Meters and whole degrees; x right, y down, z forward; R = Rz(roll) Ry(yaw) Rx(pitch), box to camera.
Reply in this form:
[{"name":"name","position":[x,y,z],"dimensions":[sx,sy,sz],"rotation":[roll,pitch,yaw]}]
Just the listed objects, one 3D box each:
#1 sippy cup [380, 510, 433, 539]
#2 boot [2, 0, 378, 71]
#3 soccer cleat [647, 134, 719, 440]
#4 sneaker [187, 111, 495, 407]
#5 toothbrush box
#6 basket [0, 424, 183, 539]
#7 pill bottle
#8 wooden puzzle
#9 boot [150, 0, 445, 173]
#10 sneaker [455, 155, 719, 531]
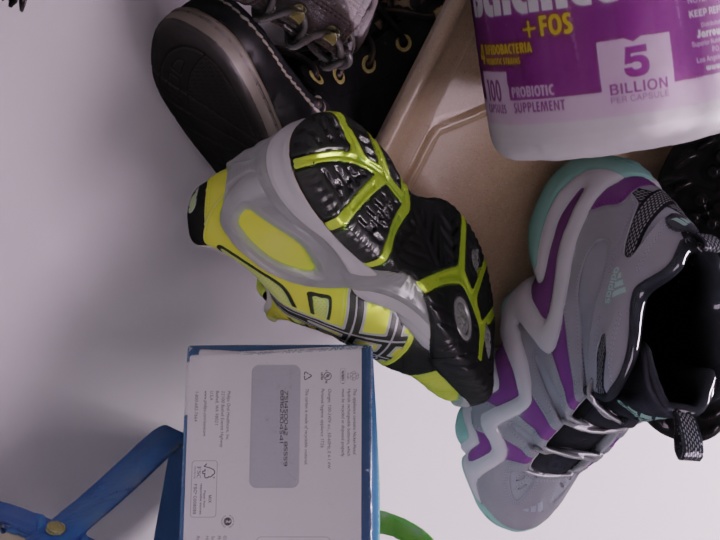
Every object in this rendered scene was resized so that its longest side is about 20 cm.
[{"name":"sippy cup","position":[-0.027,0.219,0.935],"dimensions":[0.139,0.130,0.179],"rotation":[19,98,-56]},{"name":"boot","position":[-0.067,-0.123,0.629],"dimensions":[0.174,0.069,0.201],"rotation":[29,89,-30]},{"name":"soccer cleat","position":[0.182,-0.011,0.843],"dimensions":[0.073,0.068,0.201],"rotation":[-44,146,-51]},{"name":"sneaker","position":[0.000,0.000,0.746],"dimensions":[0.200,0.076,0.076],"rotation":[47,37,-45]},{"name":"toothbrush box","position":[-0.033,0.131,0.790],"dimensions":[0.200,0.085,0.147],"rotation":[90,1,-71]},{"name":"basket","position":[-0.139,0.182,0.760],"dimensions":[0.200,0.138,0.177],"rotation":[-45,148,-56]},{"name":"pill bottle","position":[0.095,-0.152,0.698],"dimensions":[0.112,0.112,0.202],"rotation":[-18,103,-45]},{"name":"wooden puzzle","position":[0.079,-0.036,0.823],"dimensions":[0.199,0.037,0.186],"rotation":[17,108,-34]},{"name":"boot","position":[-0.008,-0.099,0.777],"dimensions":[0.151,0.073,0.200],"rotation":[-51,149,-12]},{"name":"sneaker","position":[0.114,0.060,0.782],"dimensions":[0.077,0.140,0.201],"rotation":[-1,116,-26]}]
